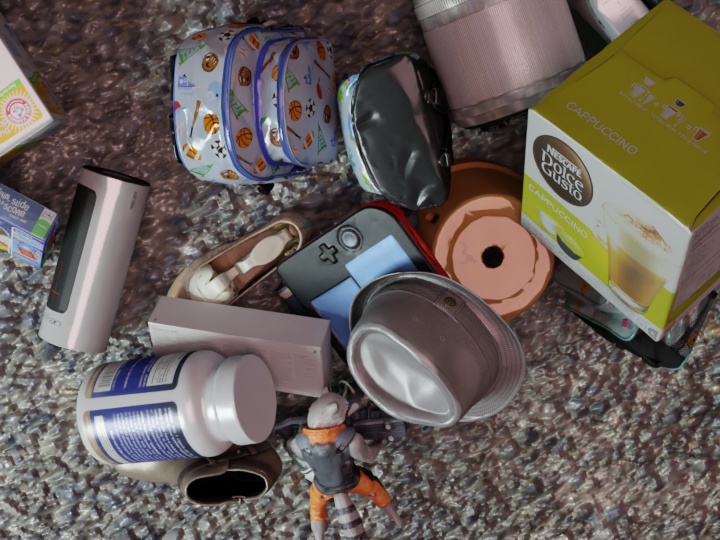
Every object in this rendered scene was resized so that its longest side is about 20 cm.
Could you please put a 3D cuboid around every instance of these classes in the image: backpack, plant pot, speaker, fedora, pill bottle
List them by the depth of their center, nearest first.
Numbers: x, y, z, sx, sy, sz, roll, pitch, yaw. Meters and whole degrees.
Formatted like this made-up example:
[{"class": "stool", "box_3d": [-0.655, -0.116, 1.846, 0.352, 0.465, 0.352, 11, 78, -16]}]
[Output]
[{"class": "fedora", "box_3d": [0.064, 0.097, 1.190, 0.200, 0.090, 0.177, 42, 129, 1]}, {"class": "backpack", "box_3d": [-0.114, -0.174, 1.220, 0.153, 0.190, 0.202, -2, 99, 32]}, {"class": "backpack", "box_3d": [0.038, -0.162, 1.240, 0.153, 0.200, 0.164, -10, 110, 19]}, {"class": "pill bottle", "box_3d": [-0.199, 0.149, 1.257, 0.199, 0.116, 0.117, -8, 100, 24]}, {"class": "speaker", "box_3d": [-0.298, -0.011, 1.292, 0.081, 0.081, 0.202, 16, 97, -8]}, {"class": "plant pot", "box_3d": [0.137, -0.023, 1.302, 0.198, 0.140, 0.202, -1, 99, -6]}, {"class": "backpack", "box_3d": [0.329, -0.015, 1.303, 0.153, 0.176, 0.201, 37, 90, -21]}]

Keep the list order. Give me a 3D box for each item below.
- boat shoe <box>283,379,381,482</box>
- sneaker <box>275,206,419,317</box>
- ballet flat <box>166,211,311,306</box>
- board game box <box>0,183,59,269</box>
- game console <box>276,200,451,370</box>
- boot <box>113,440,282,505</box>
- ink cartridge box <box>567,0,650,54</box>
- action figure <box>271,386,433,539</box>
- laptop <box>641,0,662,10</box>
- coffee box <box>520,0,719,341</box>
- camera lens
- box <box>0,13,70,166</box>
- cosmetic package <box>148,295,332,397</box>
[{"class": "boat shoe", "box_3d": [-0.009, 0.163, 1.348, 0.071, 0.072, 0.200, 43, 94, -14]}, {"class": "sneaker", "box_3d": [0.000, 0.000, 1.305, 0.199, 0.070, 0.082, -31, 104, 30]}, {"class": "ballet flat", "box_3d": [-0.143, -0.002, 1.314, 0.200, 0.067, 0.068, -38, 99, 1]}, {"class": "board game box", "box_3d": [-0.425, -0.076, 1.240, 0.199, 0.135, 0.035, 29, 70, -10]}, {"class": "game console", "box_3d": [0.021, 0.037, 1.251, 0.176, 0.031, 0.201, -32, 98, 32]}, {"class": "boot", "box_3d": [-0.188, 0.224, 1.301, 0.198, 0.146, 0.071, -9, 102, -4]}, {"class": "ink cartridge box", "box_3d": [0.240, -0.312, 1.259, 0.050, 0.161, 0.200, -44, 98, 5]}, {"class": "action figure", "box_3d": [0.000, 0.217, 1.282, 0.198, 0.105, 0.195, -13, 113, 13]}, {"class": "laptop", "box_3d": [0.289, -0.369, 1.230, 0.103, 0.200, 0.177, -42, 109, 8]}, {"class": "coffee box", "box_3d": [0.297, -0.099, 1.130, 0.200, 0.198, 0.200, -38, 62, -18]}, {"class": "camera lens", "box_3d": [0.150, -0.264, 1.258, 0.159, 0.160, 0.201, -21, 100, -2]}, {"class": "box", "box_3d": [-0.414, -0.218, 1.231, 0.101, 0.112, 0.201, -32, 96, -1]}, {"class": "cosmetic package", "box_3d": [-0.133, 0.085, 1.294, 0.198, 0.051, 0.083, 8, 134, 9]}]
